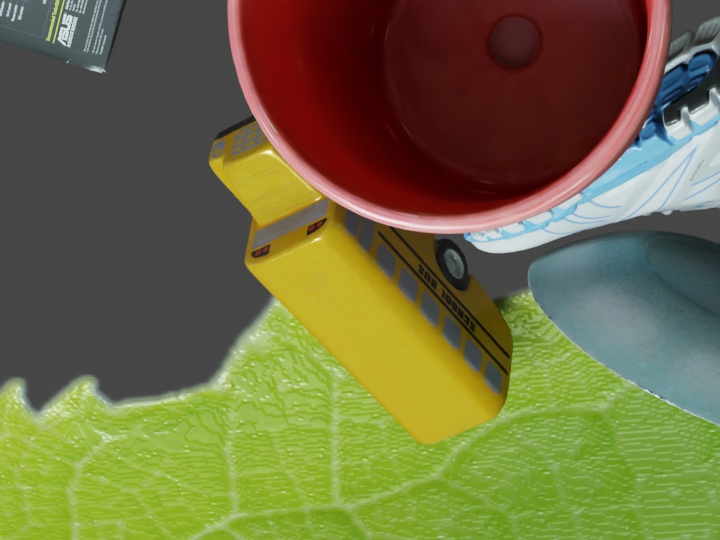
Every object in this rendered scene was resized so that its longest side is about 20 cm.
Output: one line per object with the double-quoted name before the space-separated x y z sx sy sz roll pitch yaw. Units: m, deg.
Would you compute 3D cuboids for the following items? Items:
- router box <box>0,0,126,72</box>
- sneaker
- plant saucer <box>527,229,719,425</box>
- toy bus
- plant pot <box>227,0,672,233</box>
"router box" -0.170 -0.201 1.420 0.149 0.062 0.200 16 136 -5
"sneaker" 0.142 -0.049 1.509 0.200 0.075 0.087 -26 131 33
"plant saucer" 0.184 0.024 1.501 0.200 0.201 0.039 19 112 -8
"toy bus" 0.000 0.000 1.580 0.065 0.078 0.200 -23 127 30
"plant pot" 0.056 -0.110 1.355 0.200 0.201 0.177 -2 176 14
